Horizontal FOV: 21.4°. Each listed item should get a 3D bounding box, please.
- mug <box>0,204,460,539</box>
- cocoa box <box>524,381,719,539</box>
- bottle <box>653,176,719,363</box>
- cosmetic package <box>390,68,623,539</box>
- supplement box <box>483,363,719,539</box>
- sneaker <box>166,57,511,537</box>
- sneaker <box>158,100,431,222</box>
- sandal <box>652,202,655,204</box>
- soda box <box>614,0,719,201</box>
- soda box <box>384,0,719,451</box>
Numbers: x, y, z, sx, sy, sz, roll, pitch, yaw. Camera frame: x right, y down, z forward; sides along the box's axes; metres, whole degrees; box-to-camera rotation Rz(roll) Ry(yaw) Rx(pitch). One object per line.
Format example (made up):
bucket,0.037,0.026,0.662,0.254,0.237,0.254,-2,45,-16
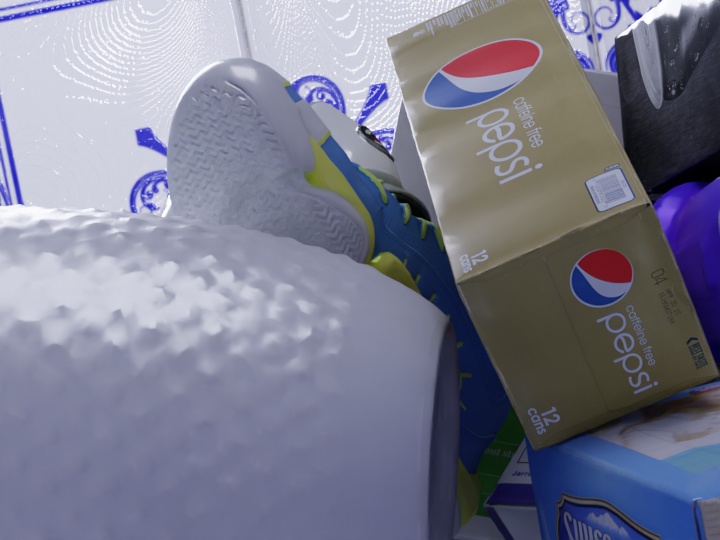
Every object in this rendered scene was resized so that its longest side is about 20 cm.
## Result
mug,-0.056,0.065,0.630,0.174,0.149,0.200,2,-23,10
cocoa box,0.170,0.096,0.580,0.199,0.132,0.133,-13,7,-15
bottle,0.153,-0.007,0.641,0.083,0.066,0.200,-5,-5,-38
cosmetic package,0.056,0.015,0.812,0.107,0.201,0.085,8,-10,7
supplement box,0.151,0.053,0.746,0.103,0.101,0.200,-5,40,42
sneaker,0.000,0.000,0.710,0.075,0.201,0.105,-5,27,35
sneaker,-0.068,0.008,0.786,0.200,0.089,0.074,-36,-40,7
sandal,0.138,0.008,0.864,0.045,0.201,0.075,-5,-20,25
soda box,0.151,-0.075,0.655,0.063,0.071,0.200,-1,-9,-13
soda box,0.059,-0.028,0.648,0.064,0.068,0.200,-23,28,7
